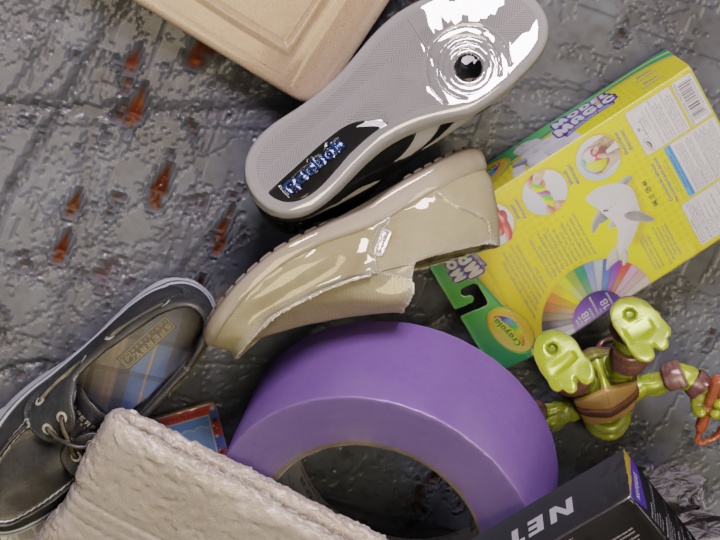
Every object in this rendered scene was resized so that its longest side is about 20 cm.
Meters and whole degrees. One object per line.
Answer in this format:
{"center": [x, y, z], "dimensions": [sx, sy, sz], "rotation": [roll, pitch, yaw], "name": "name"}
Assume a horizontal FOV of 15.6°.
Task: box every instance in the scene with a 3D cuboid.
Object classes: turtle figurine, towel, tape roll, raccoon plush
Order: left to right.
{"center": [-0.086, 0.169, 1.576], "dimensions": [0.200, 0.035, 0.133], "rotation": [28, 123, -5], "name": "towel"}
{"center": [0.016, 0.136, 1.597], "dimensions": [0.199, 0.085, 0.200], "rotation": [8, 124, 12], "name": "tape roll"}
{"center": [0.161, 0.069, 1.647], "dimensions": [0.199, 0.065, 0.161], "rotation": [-10, 156, 2], "name": "turtle figurine"}
{"center": [0.182, 0.209, 1.651], "dimensions": [0.096, 0.200, 0.134], "rotation": [-8, 104, -1], "name": "raccoon plush"}

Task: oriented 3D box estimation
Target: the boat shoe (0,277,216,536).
{"center": [-0.164, 0.082, 1.584], "dimensions": [0.069, 0.057, 0.200], "rotation": [43, 90, -11], "name": "boat shoe"}

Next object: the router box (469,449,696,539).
{"center": [0.115, 0.218, 1.533], "dimensions": [0.200, 0.052, 0.157], "rotation": [-32, 114, 16], "name": "router box"}

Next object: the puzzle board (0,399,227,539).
{"center": [-0.170, 0.177, 1.647], "dimensions": [0.200, 0.017, 0.151], "rotation": [-16, 113, -9], "name": "puzzle board"}

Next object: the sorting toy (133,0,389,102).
{"center": [-0.060, -0.222, 1.527], "dimensions": [0.200, 0.036, 0.185], "rotation": [31, 99, -18], "name": "sorting toy"}

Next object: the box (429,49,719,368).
{"center": [0.138, -0.034, 1.637], "dimensions": [0.200, 0.048, 0.117], "rotation": [-33, 115, -4], "name": "box"}

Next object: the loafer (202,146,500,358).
{"center": [0.000, 0.000, 1.550], "dimensions": [0.200, 0.076, 0.068], "rotation": [-32, 85, -7], "name": "loafer"}

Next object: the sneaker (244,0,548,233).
{"center": [0.018, -0.096, 1.553], "dimensions": [0.200, 0.112, 0.073], "rotation": [-33, 84, -3], "name": "sneaker"}
